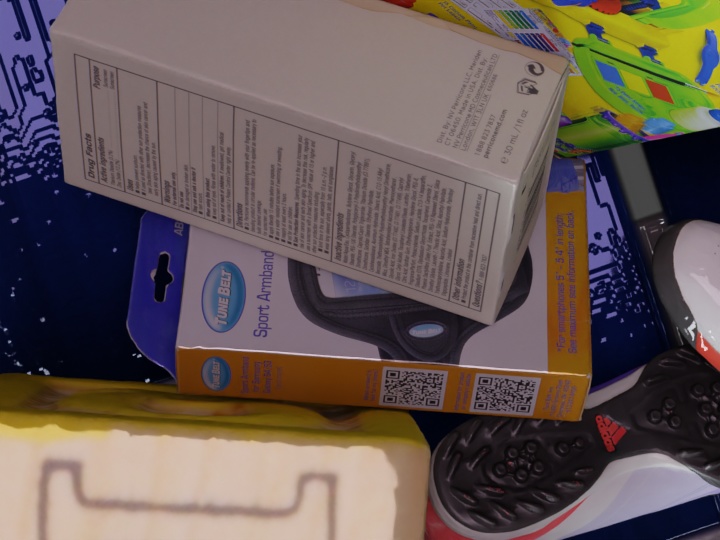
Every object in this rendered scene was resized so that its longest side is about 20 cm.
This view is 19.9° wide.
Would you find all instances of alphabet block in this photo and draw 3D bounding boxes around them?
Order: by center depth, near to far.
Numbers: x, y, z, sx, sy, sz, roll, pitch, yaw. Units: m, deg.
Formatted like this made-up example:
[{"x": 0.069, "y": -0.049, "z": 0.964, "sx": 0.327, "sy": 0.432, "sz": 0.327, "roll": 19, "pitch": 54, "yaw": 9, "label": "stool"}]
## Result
[{"x": -0.078, "y": 0.153, "z": 0.849, "sx": 0.195, "sy": 0.195, "sz": 0.202, "roll": 4, "pitch": 92, "yaw": -3, "label": "alphabet block"}]

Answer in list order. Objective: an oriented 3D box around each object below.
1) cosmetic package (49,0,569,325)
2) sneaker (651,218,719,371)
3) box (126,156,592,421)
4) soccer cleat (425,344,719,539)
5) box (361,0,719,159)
[{"x": -0.022, "y": -0.061, "z": 0.850, "sx": 0.199, "sy": 0.104, "sz": 0.073, "roll": 20, "pitch": 56, "yaw": 9, "label": "cosmetic package"}, {"x": 0.228, "y": 0.031, "z": 0.881, "sx": 0.201, "sy": 0.108, "sz": 0.067, "roll": 40, "pitch": 54, "yaw": -11, "label": "sneaker"}, {"x": 0.000, "y": 0.000, "z": 0.894, "sx": 0.198, "sy": 0.042, "sz": 0.120, "roll": 5, "pitch": 53, "yaw": -3, "label": "box"}, {"x": 0.117, "y": 0.082, "z": 0.922, "sx": 0.199, "sy": 0.073, "sz": 0.069, "roll": -13, "pitch": 72, "yaw": -18, "label": "soccer cleat"}, {"x": 0.093, "y": -0.156, "z": 0.802, "sx": 0.200, "sy": 0.192, "sz": 0.123, "roll": 34, "pitch": 67, "yaw": -28, "label": "box"}]
